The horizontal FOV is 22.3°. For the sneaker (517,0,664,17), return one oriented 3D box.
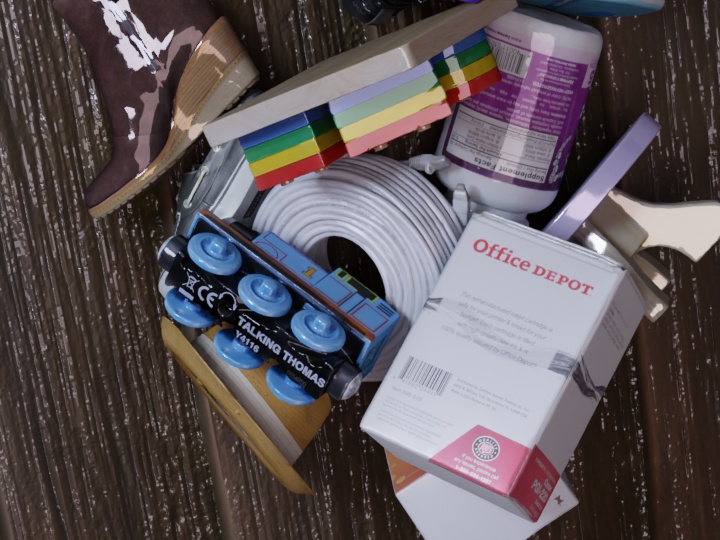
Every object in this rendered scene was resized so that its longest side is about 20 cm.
[{"bbox_3d":[0.172,-0.284,1.512,0.198,0.079,0.132,8,85,-28],"label":"sneaker"}]

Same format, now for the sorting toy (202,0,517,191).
[{"bbox_3d":[0.012,-0.138,1.435,0.197,0.200,0.070,-18,101,34],"label":"sorting toy"}]

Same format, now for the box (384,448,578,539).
[{"bbox_3d":[0.095,0.157,1.568,0.124,0.200,0.098,-33,106,5],"label":"box"}]

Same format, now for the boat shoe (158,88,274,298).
[{"bbox_3d":[-0.121,-0.063,1.562,0.064,0.071,0.201,42,110,18],"label":"boat shoe"}]

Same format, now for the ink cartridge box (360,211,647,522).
[{"bbox_3d":[0.114,0.073,1.431,0.145,0.085,0.201,22,78,31],"label":"ink cartridge box"}]

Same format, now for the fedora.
[{"bbox_3d":[-0.085,0.098,1.555,0.082,0.200,0.201,-41,106,-8],"label":"fedora"}]

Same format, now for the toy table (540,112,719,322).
[{"bbox_3d":[0.216,-0.019,1.548,0.117,0.184,0.200,42,114,2],"label":"toy table"}]

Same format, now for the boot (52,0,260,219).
[{"bbox_3d":[-0.200,-0.162,1.533,0.200,0.072,0.166,-44,93,10],"label":"boot"}]

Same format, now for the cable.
[{"bbox_3d":[0.000,0.000,1.538,0.198,0.069,0.202,5,115,29],"label":"cable"}]

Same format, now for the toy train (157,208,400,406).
[{"bbox_3d":[-0.070,0.028,1.480,0.199,0.114,0.087,36,123,12],"label":"toy train"}]

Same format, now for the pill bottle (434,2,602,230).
[{"bbox_3d":[0.125,-0.118,1.535,0.111,0.112,0.202,14,105,-8],"label":"pill bottle"}]

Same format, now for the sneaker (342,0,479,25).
[{"bbox_3d":[0.034,-0.237,1.464,0.069,0.200,0.100,11,112,-38],"label":"sneaker"}]
